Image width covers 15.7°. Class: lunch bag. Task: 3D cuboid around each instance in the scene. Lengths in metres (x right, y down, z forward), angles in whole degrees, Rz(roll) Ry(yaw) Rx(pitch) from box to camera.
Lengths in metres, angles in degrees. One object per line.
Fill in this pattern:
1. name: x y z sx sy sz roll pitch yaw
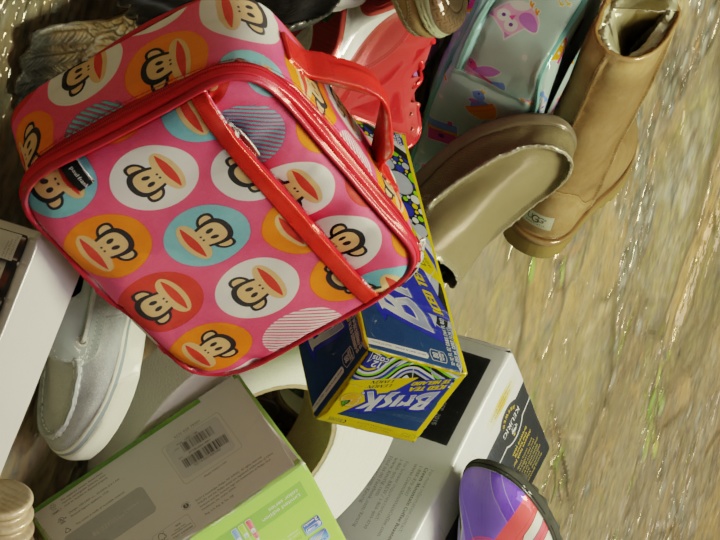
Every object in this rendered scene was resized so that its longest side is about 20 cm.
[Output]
1. lunch bag: 0.103 -0.144 1.746 0.161 0.077 0.200 -61 175 -32
2. lunch bag: -0.061 -0.046 1.325 0.200 0.176 0.082 48 20 -44

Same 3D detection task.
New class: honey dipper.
1. honey dipper: -0.199 0.210 1.477 0.038 0.038 0.201 -39 138 -48

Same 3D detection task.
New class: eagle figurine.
1. eagle figurine: -0.084 -0.152 1.409 0.152 0.150 0.200 86 21 -52

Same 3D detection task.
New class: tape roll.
1. tape roll: -0.067 0.100 1.564 0.202 0.037 0.203 -23 137 -23

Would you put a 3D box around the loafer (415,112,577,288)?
1. loafer: 0.056 -0.028 1.672 0.200 0.068 0.076 -32 144 11

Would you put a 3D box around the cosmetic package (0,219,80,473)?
1. cosmetic package: -0.218 0.069 1.319 0.051 0.082 0.201 36 72 -59

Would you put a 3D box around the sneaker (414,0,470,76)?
1. sneaker: 0.016 -0.188 1.626 0.114 0.072 0.201 -59 149 -20

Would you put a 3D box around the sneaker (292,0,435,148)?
1. sneaker: 0.023 -0.148 1.596 0.200 0.078 0.116 -40 145 6

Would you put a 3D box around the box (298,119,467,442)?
1. box: 0.000 0.000 1.506 0.070 0.200 0.064 15 129 -27

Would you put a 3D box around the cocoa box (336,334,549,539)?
1. cocoa box: 0.019 0.150 1.740 0.200 0.133 0.131 -61 150 -23

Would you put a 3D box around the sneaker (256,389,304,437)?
1. sneaker: -0.058 0.041 1.630 0.200 0.067 0.090 51 42 -50

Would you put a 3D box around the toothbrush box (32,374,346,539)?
1. toothbrush box: -0.083 0.178 1.525 0.145 0.086 0.200 -34 139 -7

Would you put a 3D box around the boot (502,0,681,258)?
1. boot: 0.171 -0.121 1.753 0.200 0.066 0.175 111 6 -45

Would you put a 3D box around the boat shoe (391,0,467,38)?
1. boat shoe: 0.009 -0.218 1.516 0.072 0.076 0.201 44 32 -61

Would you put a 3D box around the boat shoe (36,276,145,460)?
1. boat shoe: -0.156 0.010 1.428 0.071 0.070 0.201 3 112 -35

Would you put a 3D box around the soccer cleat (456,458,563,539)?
1. soccer cleat: 0.087 0.204 1.684 0.073 0.068 0.200 -48 147 -33
